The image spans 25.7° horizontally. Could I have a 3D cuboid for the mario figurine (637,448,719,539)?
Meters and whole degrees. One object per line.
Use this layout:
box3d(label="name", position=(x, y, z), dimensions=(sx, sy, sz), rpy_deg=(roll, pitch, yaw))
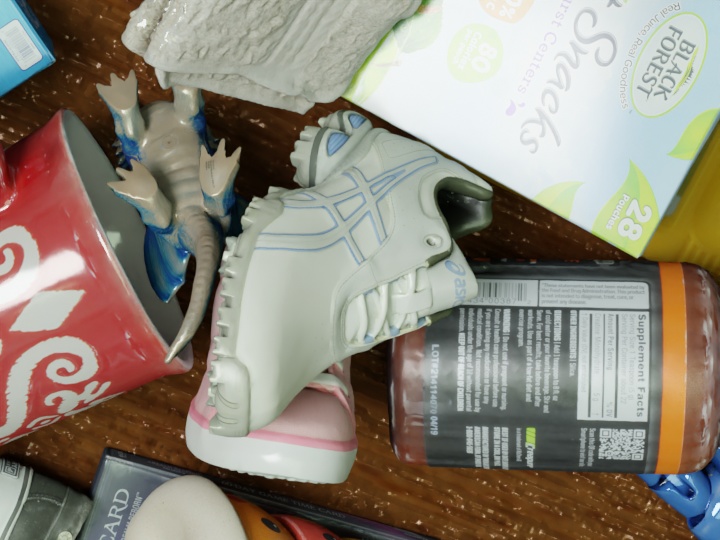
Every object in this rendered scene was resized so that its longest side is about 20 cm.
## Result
box3d(label="mario figurine", position=(0.213, 0.142, 0.891), dimensions=(0.123, 0.106, 0.201), rpy_deg=(-31, 101, 37))

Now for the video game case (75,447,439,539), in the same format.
box3d(label="video game case", position=(-0.067, 0.189, 0.865), dimensions=(0.198, 0.019, 0.144), rpy_deg=(18, 101, -14))

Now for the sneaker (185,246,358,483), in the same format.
box3d(label="sneaker", position=(-0.037, 0.029, 0.736), dimensions=(0.075, 0.200, 0.106), rpy_deg=(8, 98, -6))

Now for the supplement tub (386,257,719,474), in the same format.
box3d(label="supplement tub", position=(0.115, 0.048, 0.790), dimensions=(0.198, 0.107, 0.108), rpy_deg=(1, 106, 6))

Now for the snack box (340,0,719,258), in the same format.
box3d(label="snack box", position=(0.085, -0.128, 0.743), dimensions=(0.199, 0.068, 0.170), rpy_deg=(28, 101, 6))

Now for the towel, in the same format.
box3d(label="towel", position=(-0.004, -0.153, 0.650), dimensions=(0.132, 0.034, 0.201), rpy_deg=(3, 127, -55))

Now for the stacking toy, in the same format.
box3d(label="stacking toy", position=(-0.019, 0.182, 0.817), dimensions=(0.198, 0.146, 0.148), rpy_deg=(6, 105, -32))

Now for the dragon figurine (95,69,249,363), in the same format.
box3d(label="dragon figurine", position=(-0.076, -0.027, 0.710), dimensions=(0.058, 0.201, 0.100), rpy_deg=(-20, 142, -4))

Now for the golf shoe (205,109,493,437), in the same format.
box3d(label="golf shoe", position=(0.000, 0.000, 0.668), dimensions=(0.096, 0.201, 0.079), rpy_deg=(15, 130, 12))

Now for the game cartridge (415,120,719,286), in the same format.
box3d(label="game cartridge", position=(0.153, -0.102, 0.819), dimensions=(0.199, 0.032, 0.178), rpy_deg=(24, 100, -14))

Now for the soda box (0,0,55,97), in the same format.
box3d(label="soda box", position=(-0.219, -0.165, 0.710), dimensions=(0.064, 0.068, 0.201), rpy_deg=(-32, 109, -1))

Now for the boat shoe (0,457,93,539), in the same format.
box3d(label="boat shoe", position=(-0.200, 0.197, 0.814), dimensions=(0.063, 0.071, 0.201), rpy_deg=(24, 98, -15))

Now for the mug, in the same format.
box3d(label="mug", position=(-0.204, 0.011, 0.734), dimensions=(0.199, 0.134, 0.179), rpy_deg=(-26, 109, 2))
